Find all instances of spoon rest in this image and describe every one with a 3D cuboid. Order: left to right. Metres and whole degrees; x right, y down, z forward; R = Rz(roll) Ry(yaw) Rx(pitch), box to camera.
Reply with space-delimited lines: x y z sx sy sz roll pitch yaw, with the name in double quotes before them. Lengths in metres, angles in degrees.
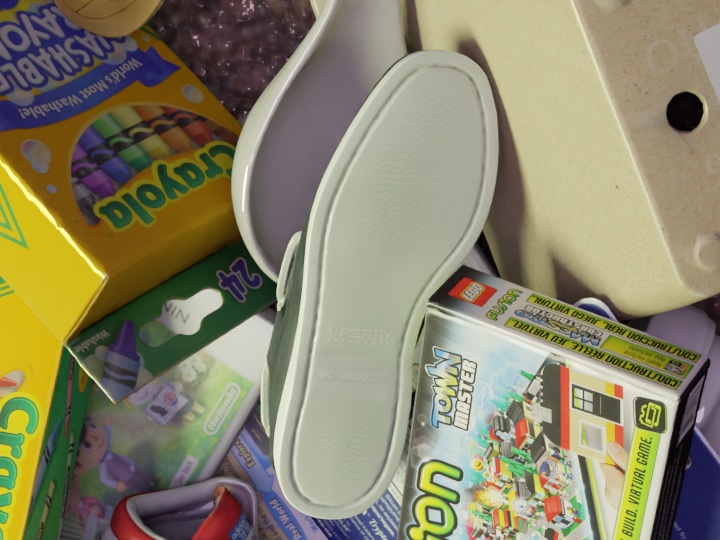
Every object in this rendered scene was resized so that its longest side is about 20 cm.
"spoon rest" -0.015 -0.088 0.873 0.060 0.099 0.202 14 113 46

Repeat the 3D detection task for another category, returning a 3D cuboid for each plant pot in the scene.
"plant pot" 0.140 -0.090 0.845 0.198 0.177 0.201 -25 104 -6

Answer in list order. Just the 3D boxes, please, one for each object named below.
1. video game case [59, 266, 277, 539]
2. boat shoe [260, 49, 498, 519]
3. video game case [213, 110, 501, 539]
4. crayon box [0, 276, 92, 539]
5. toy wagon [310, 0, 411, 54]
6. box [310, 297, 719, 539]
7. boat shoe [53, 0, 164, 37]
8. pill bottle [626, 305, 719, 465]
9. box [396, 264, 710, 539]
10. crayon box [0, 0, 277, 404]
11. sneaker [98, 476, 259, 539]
"video game case" -0.153 0.061 0.966 0.181 0.022 0.201 33 104 3
"boat shoe" 0.000 0.000 0.866 0.075 0.060 0.202 15 105 -20
"video game case" -0.025 0.031 0.973 0.181 0.024 0.201 -34 93 6
"crayon box" -0.189 0.098 0.900 0.117 0.058 0.202 8 76 9
"toy wagon" 0.033 -0.149 0.930 0.199 0.040 0.156 26 95 -9
"box" 0.071 0.094 0.898 0.199 0.032 0.122 -34 95 41
"boat shoe" -0.079 -0.197 0.886 0.072 0.072 0.202 20 112 13
"pill bottle" 0.195 0.094 0.921 0.199 0.113 0.113 31 96 0
"box" 0.071 0.106 0.862 0.109 0.035 0.202 20 125 22
"crayon box" -0.121 -0.054 0.901 0.200 0.125 0.052 47 131 9
"sneaker" -0.035 0.165 0.940 0.198 0.071 0.113 21 110 -12
